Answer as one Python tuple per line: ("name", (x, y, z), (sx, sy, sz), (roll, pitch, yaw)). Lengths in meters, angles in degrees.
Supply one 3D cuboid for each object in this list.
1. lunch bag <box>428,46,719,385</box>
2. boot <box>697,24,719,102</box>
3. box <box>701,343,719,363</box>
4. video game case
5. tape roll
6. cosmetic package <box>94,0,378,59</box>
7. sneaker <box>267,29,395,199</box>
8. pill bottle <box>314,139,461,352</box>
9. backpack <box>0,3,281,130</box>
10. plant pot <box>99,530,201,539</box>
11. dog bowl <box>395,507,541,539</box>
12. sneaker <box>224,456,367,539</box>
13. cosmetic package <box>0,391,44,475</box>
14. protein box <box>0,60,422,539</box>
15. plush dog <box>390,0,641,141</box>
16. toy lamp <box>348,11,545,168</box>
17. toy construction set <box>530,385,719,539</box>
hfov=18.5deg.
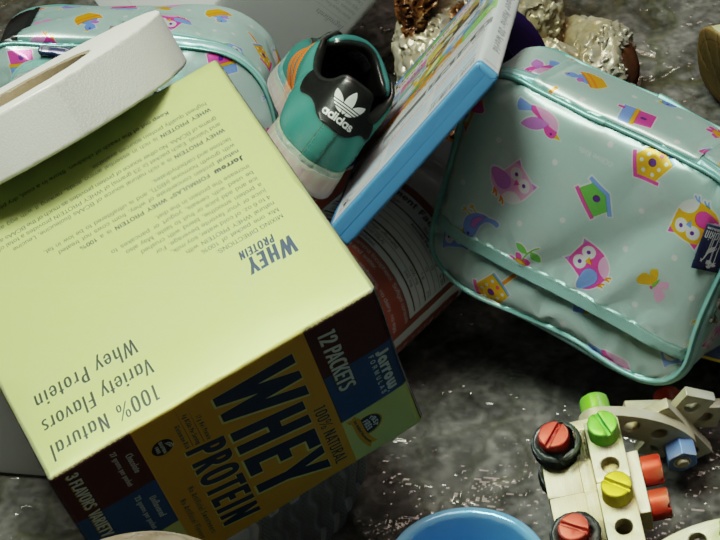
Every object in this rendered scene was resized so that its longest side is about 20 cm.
("lunch bag", (0.144, -0.028, 1.328), (0.199, 0.161, 0.077), (29, 29, 21))
("boot", (0.352, -0.131, 1.573), (0.154, 0.072, 0.200), (-17, 41, -18))
("box", (0.194, 0.012, 1.400), (0.199, 0.070, 0.064), (15, 7, 21))
("video game case", (0.045, -0.109, 1.357), (0.018, 0.143, 0.200), (37, 26, -9))
("tape roll", (-0.196, -0.088, 1.293), (0.202, 0.037, 0.203), (-28, 11, 6))
("cosmetic package", (-0.092, -0.239, 1.632), (0.200, 0.123, 0.199), (-51, 44, 10))
("sneaker", (-0.012, -0.114, 1.385), (0.071, 0.080, 0.200), (35, 20, -13))
("pill bottle", (0.000, 0.000, 1.417), (0.112, 0.113, 0.200), (24, 47, 30))
("backpack", (-0.143, -0.086, 1.472), (0.199, 0.177, 0.153), (-4, 22, -2))
("plant pot", (-0.102, 0.230, 1.107), (0.199, 0.174, 0.200), (-3, 39, 3))
("dog bowl", (0.075, 0.208, 1.211), (0.111, 0.050, 0.200), (-15, 42, -12))
("sneaker", (-0.082, 0.141, 1.284), (0.200, 0.075, 0.082), (-32, 49, -28))
("cosmetic package", (-0.209, 0.063, 1.387), (0.199, 0.081, 0.113), (4, 43, 8))
("protein box", (-0.106, 0.031, 1.239), (0.198, 0.135, 0.200), (-30, 53, -7))
("plush dog", (0.083, -0.164, 1.584), (0.160, 0.201, 0.172), (-17, 15, 40))
("toy lamp", (0.038, -0.101, 1.500), (0.200, 0.058, 0.058), (-34, 26, 34))
("toy construction set", (0.170, 0.131, 1.258), (0.130, 0.092, 0.200), (-12, 37, 4))
